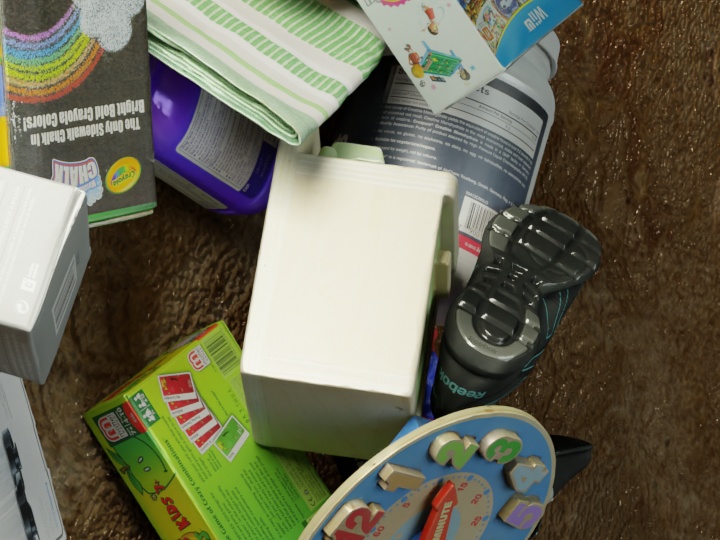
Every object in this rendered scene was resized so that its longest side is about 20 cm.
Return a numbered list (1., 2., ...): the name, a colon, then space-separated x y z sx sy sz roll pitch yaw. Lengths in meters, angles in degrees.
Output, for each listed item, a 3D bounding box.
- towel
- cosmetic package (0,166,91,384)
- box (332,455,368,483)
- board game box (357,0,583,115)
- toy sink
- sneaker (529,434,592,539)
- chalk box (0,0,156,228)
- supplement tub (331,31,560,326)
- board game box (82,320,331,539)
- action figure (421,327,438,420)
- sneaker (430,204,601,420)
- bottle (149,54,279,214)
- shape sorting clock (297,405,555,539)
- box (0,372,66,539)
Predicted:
1. towel: -0.066 -0.151 1.634 0.023 0.152 0.200 -58 176 27
2. cosmetic package: -0.245 -0.017 1.378 0.107 0.199 0.090 104 5 -73
3. box: 0.028 0.128 1.800 0.143 0.036 0.200 25 36 -58
4. board game box: 0.039 -0.214 1.703 0.200 0.064 0.148 55 32 -5
5. toy sink: 0.000 0.000 1.656 0.130 0.112 0.201 87 11 -67
6. sneaker: 0.093 0.173 1.962 0.200 0.074 0.089 -17 107 -41
7. chalk box: -0.199 -0.081 1.510 0.125 0.124 0.201 -12 103 -53
8. supplement tub: 0.051 -0.076 1.823 0.140 0.140 0.201 36 65 -48
9. board game box: -0.076 0.144 1.690 0.102 0.048 0.200 -38 99 -44
10. action figure: 0.046 0.102 1.754 0.065 0.052 0.200 48 14 -15
11. sneaker: 0.091 0.025 1.728 0.200 0.075 0.079 -47 165 -53
12. bottle: -0.119 -0.104 1.658 0.200 0.065 0.084 33 65 -49
13. shape sorting clock: 0.037 0.162 1.636 0.199 0.039 0.200 -22 138 -21
14. box: -0.225 0.123 1.458 0.200 0.060 0.117 -47 123 -76
